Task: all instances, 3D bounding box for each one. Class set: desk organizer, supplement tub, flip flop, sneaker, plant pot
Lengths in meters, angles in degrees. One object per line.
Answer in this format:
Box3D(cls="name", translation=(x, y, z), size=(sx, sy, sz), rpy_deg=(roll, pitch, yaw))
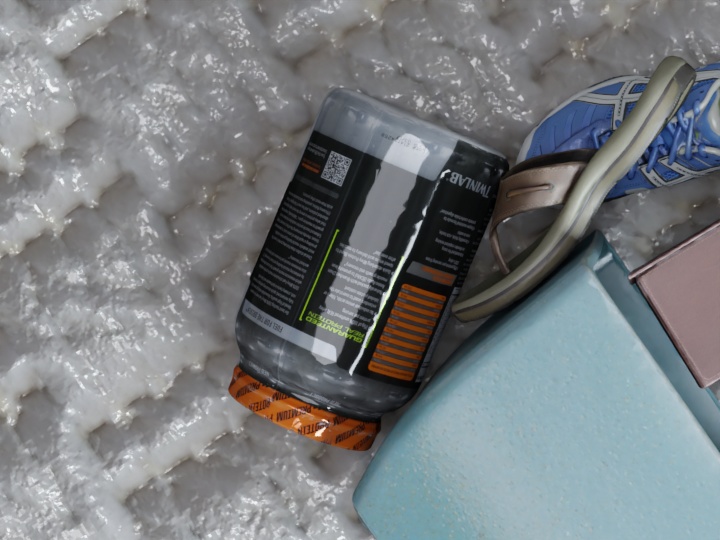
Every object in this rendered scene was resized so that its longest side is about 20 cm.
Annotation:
Box3D(cls="desk organizer", translation=(0.258, -0.015, 1.072), size=(0.200, 0.072, 0.077), rpy_deg=(-32, 83, 6))
Box3D(cls="supplement tub", translation=(0.000, 0.000, 1.143), size=(0.123, 0.123, 0.200), rpy_deg=(24, 95, 3))
Box3D(cls="flip flop", translation=(0.117, -0.051, 1.100), size=(0.058, 0.081, 0.200), rpy_deg=(38, 109, 2))
Box3D(cls="sneaker", translation=(0.188, -0.090, 1.144), size=(0.200, 0.077, 0.076), rpy_deg=(-20, 93, 8))
Box3D(cls="plant pot", translation=(0.111, 0.119, 1.111), size=(0.200, 0.196, 0.196), rpy_deg=(-35, 90, 11))
